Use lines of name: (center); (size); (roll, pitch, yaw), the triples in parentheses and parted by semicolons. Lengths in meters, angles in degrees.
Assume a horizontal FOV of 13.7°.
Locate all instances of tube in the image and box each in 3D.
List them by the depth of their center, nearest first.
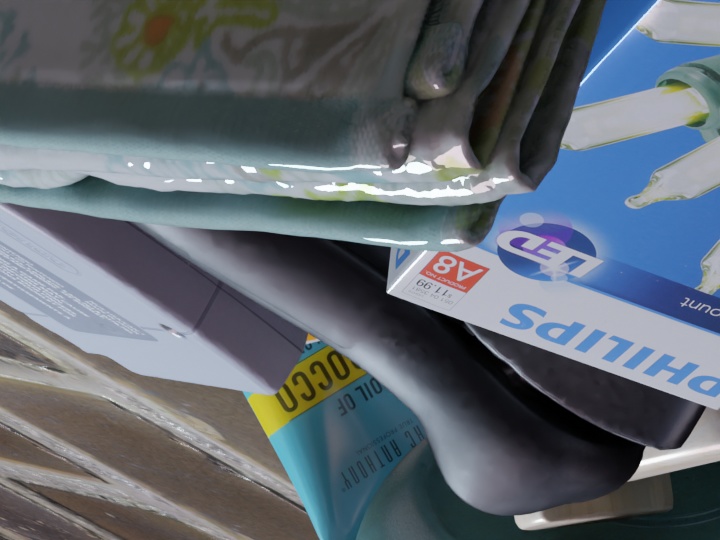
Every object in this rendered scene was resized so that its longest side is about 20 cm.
tube: (-0.032, 0.001, 1.059); (0.200, 0.077, 0.050); (56, 170, 11)

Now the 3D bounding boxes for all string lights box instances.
string lights box: (0.096, -0.050, 0.713); (0.102, 0.059, 0.200); (19, 143, -18)

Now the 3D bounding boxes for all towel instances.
towel: (-0.018, -0.094, 0.647); (0.200, 0.172, 0.048); (7, 163, 44)

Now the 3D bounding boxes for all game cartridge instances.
game cartridge: (-0.113, -0.026, 0.881); (0.200, 0.041, 0.133); (34, 170, -27)

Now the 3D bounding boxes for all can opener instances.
can opener: (0.000, 0.000, 0.823); (0.200, 0.079, 0.063); (31, -165, -4)

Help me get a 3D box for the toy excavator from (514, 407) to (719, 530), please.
toy excavator: (0.160, 0.034, 0.856); (0.199, 0.100, 0.194); (-4, 171, -19)

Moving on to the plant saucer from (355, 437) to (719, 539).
plant saucer: (0.096, 0.075, 0.960); (0.199, 0.028, 0.200); (-4, -157, 2)

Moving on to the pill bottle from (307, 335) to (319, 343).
pill bottle: (-0.022, -0.048, 0.947); (0.116, 0.117, 0.200); (21, 167, -1)
